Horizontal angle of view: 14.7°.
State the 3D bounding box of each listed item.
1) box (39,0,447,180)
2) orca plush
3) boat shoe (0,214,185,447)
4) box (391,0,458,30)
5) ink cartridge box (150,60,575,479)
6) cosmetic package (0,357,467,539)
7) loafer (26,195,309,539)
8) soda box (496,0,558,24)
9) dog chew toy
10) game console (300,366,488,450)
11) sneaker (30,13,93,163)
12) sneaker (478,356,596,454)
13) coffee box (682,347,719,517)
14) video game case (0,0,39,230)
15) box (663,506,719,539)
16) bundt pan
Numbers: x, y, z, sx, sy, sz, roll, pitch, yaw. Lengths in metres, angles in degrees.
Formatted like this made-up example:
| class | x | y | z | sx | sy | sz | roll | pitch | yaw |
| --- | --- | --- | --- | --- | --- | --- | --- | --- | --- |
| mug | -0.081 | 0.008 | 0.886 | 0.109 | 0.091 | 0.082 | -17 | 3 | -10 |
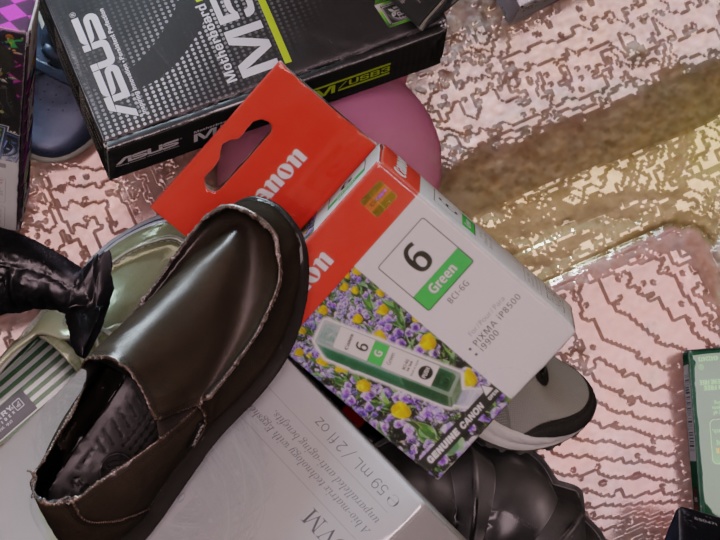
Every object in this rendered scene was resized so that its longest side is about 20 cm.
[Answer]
| class | x | y | z | sx | sy | sz | roll | pitch | yaw |
| --- | --- | --- | --- | --- | --- | --- | --- | --- | --- |
| box | -0.079 | -0.170 | 1.476 | 0.193 | 0.048 | 0.200 | -18 | 70 | -12 |
| orca plush | -0.236 | 0.014 | 1.503 | 0.200 | 0.071 | 0.105 | 19 | 105 | 20 |
| boat shoe | -0.154 | 0.047 | 1.546 | 0.072 | 0.062 | 0.200 | 44 | 86 | 1 |
| box | 0.014 | -0.241 | 1.468 | 0.200 | 0.044 | 0.160 | 46 | 47 | 2 |
| ink cartridge box | 0.000 | 0.000 | 1.419 | 0.200 | 0.050 | 0.109 | 40 | 102 | -9 |
| cosmetic package | -0.079 | 0.143 | 1.442 | 0.200 | 0.123 | 0.199 | -45 | 59 | -1 |
| loafer | -0.094 | 0.051 | 1.367 | 0.073 | 0.071 | 0.200 | 27 | 85 | 26 |
| soda box | 0.066 | -0.243 | 1.570 | 0.064 | 0.068 | 0.200 | -27 | 88 | -4 |
| dog chew toy | -0.024 | -0.105 | 1.536 | 0.124 | 0.125 | 0.201 | -8 | 79 | -3 |
| game console | -0.048 | 0.119 | 1.566 | 0.177 | 0.031 | 0.200 | 44 | 87 | -5 |
| sneaker | -0.144 | -0.156 | 1.548 | 0.075 | 0.085 | 0.200 | 23 | 86 | 0 |
| sneaker | 0.062 | 0.036 | 1.508 | 0.200 | 0.074 | 0.079 | 30 | 119 | -36 |
| coffee box | 0.246 | 0.139 | 1.564 | 0.123 | 0.044 | 0.201 | -5 | 86 | -2 |
| video game case | -0.274 | -0.102 | 1.498 | 0.199 | 0.181 | 0.036 | 11 | 56 | -1 |
| box | 0.186 | 0.266 | 1.440 | 0.123 | 0.200 | 0.199 | 16 | 116 | -3 |
| bundt pan | 0.051 | 0.187 | 1.526 | 0.201 | 0.076 | 0.202 | 0 | 91 | -8 |
